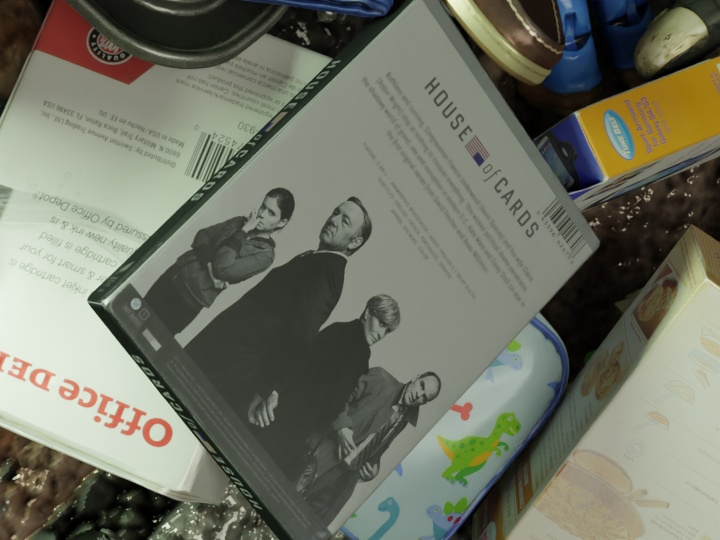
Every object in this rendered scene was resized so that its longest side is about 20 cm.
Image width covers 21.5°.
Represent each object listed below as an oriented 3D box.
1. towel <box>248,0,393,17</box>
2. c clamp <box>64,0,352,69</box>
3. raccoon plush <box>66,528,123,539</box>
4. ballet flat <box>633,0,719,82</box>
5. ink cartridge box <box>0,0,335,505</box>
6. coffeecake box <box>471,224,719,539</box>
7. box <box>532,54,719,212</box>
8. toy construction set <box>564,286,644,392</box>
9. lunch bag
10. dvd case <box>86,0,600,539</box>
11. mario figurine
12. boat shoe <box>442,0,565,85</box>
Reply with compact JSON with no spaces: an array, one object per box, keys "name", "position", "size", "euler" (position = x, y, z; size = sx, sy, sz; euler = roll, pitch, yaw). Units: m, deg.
[{"name":"towel","position":[-0.062,-0.197,0.827],"size":[0.143,0.202,0.024],"euler":[5,146,-20]},{"name":"c clamp","position":[-0.086,-0.162,0.830],"size":[0.199,0.027,0.171],"euler":[38,51,2]},{"name":"raccoon plush","position":[-0.126,0.229,0.963],"size":[0.134,0.097,0.200],"euler":[-46,116,4]},{"name":"ballet flat","position":[0.187,-0.158,0.970],"size":[0.057,0.066,0.200],"euler":[46,53,-5]},{"name":"ink cartridge box","position":[-0.097,-0.013,0.853],"size":[0.145,0.083,0.202],"euler":[21,83,10]},{"name":"coffeecake box","position":[0.172,0.106,0.958],"size":[0.153,0.073,0.201],"euler":[32,110,-9]},{"name":"box","position":[0.143,-0.067,0.949],"size":[0.198,0.119,0.042],"euler":[-20,83,-28]},{"name":"toy construction set","position":[0.164,0.103,1.040],"size":[0.130,0.092,0.202],"euler":[-9,101,6]},{"name":"lunch bag","position":[0.000,0.040,0.961],"size":[0.200,0.082,0.161],"euler":[39,88,-25]},{"name":"dvd case","position":[0.000,0.000,0.810],"size":[0.200,0.025,0.151],"euler":[-45,114,-20]},{"name":"mario figurine","position":[0.100,-0.189,0.958],"size":[0.124,0.105,0.202],"euler":[-47,135,-44]},{"name":"boat shoe","position":[0.058,-0.180,0.849],"size":[0.072,0.202,0.072],"euler":[-31,151,27]}]
